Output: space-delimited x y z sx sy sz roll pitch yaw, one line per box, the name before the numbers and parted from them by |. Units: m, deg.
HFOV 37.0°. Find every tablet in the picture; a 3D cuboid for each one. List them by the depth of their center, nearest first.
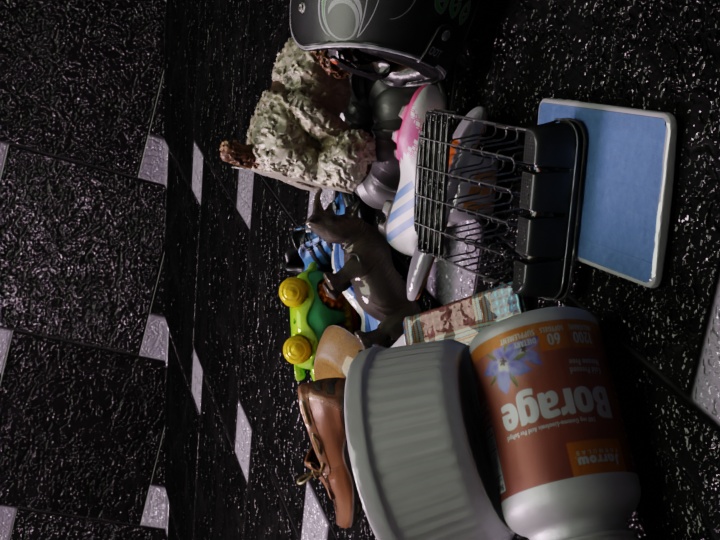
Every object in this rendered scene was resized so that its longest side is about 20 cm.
tablet | 0.193 -0.070 0.883 0.200 0.013 0.133 -149 59 -67

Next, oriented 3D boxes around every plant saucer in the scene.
plant saucer | -0.005 0.166 1.319 0.200 0.035 0.202 47 153 33

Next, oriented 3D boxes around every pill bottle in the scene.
pill bottle | 0.158 0.141 0.854 0.112 0.110 0.203 125 139 -59

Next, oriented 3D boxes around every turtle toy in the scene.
turtle toy | -0.050 0.089 1.461 0.146 0.099 0.204 37 -132 -87

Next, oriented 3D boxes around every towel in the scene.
towel | 0.109 0.124 1.017 0.145 0.022 0.203 -20 68 32

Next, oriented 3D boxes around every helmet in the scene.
helmet | 0.029 -0.297 1.080 0.200 0.197 0.194 -177 97 -70

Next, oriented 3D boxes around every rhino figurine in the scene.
rhino figurine | 0.000 0.000 1.200 0.202 0.087 0.060 63 167 -1

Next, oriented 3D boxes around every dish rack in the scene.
dish rack | 0.114 -0.067 0.966 0.199 0.054 0.156 25 114 58

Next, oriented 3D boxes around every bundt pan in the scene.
bundt pan | 0.029 -0.165 1.257 0.201 0.074 0.206 178 90 -71

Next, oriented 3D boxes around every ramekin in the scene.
ramekin | 0.069 0.152 0.910 0.203 0.093 0.205 54 -154 -41

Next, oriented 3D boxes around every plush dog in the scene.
plush dog | -0.066 -0.188 1.212 0.200 0.158 0.175 -167 91 -71

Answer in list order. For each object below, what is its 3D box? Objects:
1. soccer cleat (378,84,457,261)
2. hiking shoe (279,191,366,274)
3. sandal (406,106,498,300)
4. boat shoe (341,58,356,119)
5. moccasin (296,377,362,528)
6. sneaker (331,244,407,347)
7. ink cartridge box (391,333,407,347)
soccer cleat | 0.077 -0.099 1.139 0.086 0.070 0.202 27 132 22
hiking shoe | -0.048 -0.044 1.468 0.201 0.085 0.075 117 146 -53
sandal | 0.101 -0.061 1.079 0.079 0.058 0.210 -88 16 -69
boat shoe | -0.001 -0.208 1.373 0.067 0.073 0.202 51 150 38
moccasin | -0.036 0.220 1.275 0.074 0.076 0.204 -72 -25 -53
sneaker | 0.027 0.018 1.297 0.090 0.077 0.202 -58 46 46
ink cartridge box | 0.075 0.181 1.133 0.146 0.083 0.203 128 136 -62
